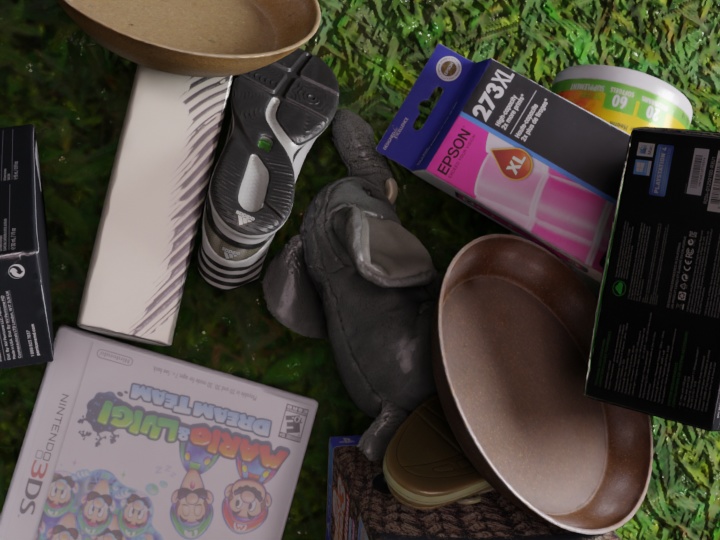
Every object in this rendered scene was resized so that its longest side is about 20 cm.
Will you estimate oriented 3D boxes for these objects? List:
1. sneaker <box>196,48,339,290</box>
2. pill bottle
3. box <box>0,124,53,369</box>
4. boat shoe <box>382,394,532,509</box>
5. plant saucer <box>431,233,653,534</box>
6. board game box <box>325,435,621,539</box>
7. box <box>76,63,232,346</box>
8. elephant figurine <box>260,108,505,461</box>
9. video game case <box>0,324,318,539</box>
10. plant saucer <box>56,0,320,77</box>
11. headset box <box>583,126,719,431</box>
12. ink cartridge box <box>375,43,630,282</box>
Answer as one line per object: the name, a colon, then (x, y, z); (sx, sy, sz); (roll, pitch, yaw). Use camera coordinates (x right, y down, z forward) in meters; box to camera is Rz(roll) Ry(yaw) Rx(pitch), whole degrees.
sneaker: (-0.080, -0.071, 0.823); (0.075, 0.116, 0.202); (24, 48, -8)
pill bottle: (0.174, -0.041, 0.855); (0.110, 0.111, 0.203); (18, 83, -11)
box: (-0.268, -0.015, 0.707); (0.139, 0.201, 0.080); (-6, 119, -14)
boat shoe: (0.081, 0.116, 0.766); (0.073, 0.064, 0.200); (32, 34, 21)
plant saucer: (0.113, 0.074, 0.730); (0.199, 0.034, 0.203); (24, 51, -33)
board game box: (0.070, 0.193, 0.761); (0.157, 0.200, 0.098); (-1, 106, -13)
box: (-0.146, -0.051, 0.801); (0.067, 0.082, 0.203); (13, 85, -12)
elephant figurine: (0.000, 0.000, 0.808); (0.141, 0.155, 0.201); (-38, 95, 3)
video game case: (-0.147, 0.156, 0.815); (0.197, 0.024, 0.185); (17, 83, -11)
plant saucer: (-0.127, -0.188, 0.788); (0.197, 0.202, 0.036); (11, 127, -12)
headset box: (0.250, 0.009, 0.754); (0.199, 0.092, 0.177); (5, 96, -49)
ink cartridge box: (0.115, -0.080, 0.796); (0.198, 0.037, 0.095); (31, 85, 13)
